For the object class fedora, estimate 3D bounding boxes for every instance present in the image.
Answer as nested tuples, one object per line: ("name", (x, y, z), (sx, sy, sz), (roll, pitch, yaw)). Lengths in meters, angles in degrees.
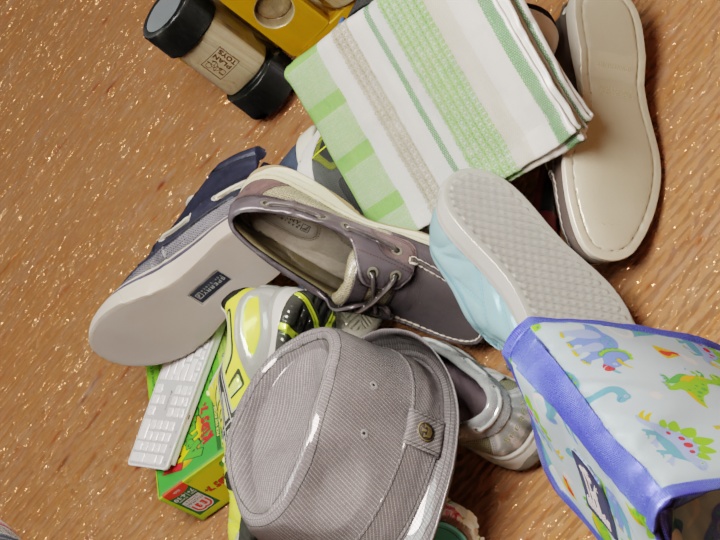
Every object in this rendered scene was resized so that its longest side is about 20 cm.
("fedora", (-0.025, 0.116, 1.497), (0.177, 0.090, 0.201), (-10, 57, 48))

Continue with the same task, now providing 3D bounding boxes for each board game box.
("board game box", (-0.109, 0.072, 1.757), (0.101, 0.048, 0.201), (-37, 44, 28))

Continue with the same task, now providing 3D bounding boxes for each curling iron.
("curling iron", (0.110, -0.024, 1.585), (0.049, 0.026, 0.201), (2, 67, 4))

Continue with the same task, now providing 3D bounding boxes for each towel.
("towel", (0.049, -0.115, 1.551), (0.200, 0.031, 0.150), (-29, 89, 44))

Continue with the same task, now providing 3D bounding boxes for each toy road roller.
("toy road roller", (-0.076, -0.234, 1.860), (0.200, 0.123, 0.146), (-41, 31, 24))

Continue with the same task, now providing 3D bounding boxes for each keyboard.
("keyboard", (-0.122, 0.051, 1.738), (0.056, 0.011, 0.201), (4, 70, 49))

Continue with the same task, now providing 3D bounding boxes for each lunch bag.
("lunch bag", (0.181, 0.112, 1.285), (0.128, 0.200, 0.170), (-52, 40, 10))

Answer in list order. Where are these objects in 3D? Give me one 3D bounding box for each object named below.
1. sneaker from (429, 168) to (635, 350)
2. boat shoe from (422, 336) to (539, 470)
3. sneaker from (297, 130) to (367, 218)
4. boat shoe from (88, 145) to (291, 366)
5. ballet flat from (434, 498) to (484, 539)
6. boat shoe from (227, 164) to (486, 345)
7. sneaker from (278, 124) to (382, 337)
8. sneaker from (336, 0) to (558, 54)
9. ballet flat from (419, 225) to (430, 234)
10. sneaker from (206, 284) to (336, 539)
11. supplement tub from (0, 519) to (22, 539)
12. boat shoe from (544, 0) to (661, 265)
("sneaker", (0.112, 0.029, 1.509), (0.200, 0.074, 0.082), (57, 153, 23))
("boat shoe", (0.045, 0.080, 1.565), (0.202, 0.065, 0.075), (20, 82, 53))
("sneaker", (0.009, -0.098, 1.688), (0.085, 0.074, 0.200), (-39, 33, 32))
("boat shoe", (-0.118, -0.010, 1.714), (0.200, 0.075, 0.093), (-32, 35, 33))
("ballet flat", (0.007, 0.223, 1.532), (0.200, 0.076, 0.064), (-45, 10, 13))
("boat shoe", (0.000, 0.000, 1.577), (0.072, 0.200, 0.065), (-63, -6, 35))
("sneaker", (-0.032, -0.009, 1.709), (0.084, 0.075, 0.200), (-43, 34, 33))
("sneaker", (0.054, -0.173, 1.618), (0.199, 0.073, 0.112), (-14, 44, 36))
("ballet flat", (0.053, -0.060, 1.646), (0.072, 0.072, 0.201), (-8, 62, 45))
("sneaker", (-0.066, 0.106, 1.631), (0.076, 0.075, 0.201), (16, 101, 38))
("supplement tub", (-0.272, 0.273, 1.738), (0.200, 0.140, 0.141), (30, 91, 53))
("boat shoe", (0.151, -0.090, 1.555), (0.060, 0.072, 0.201), (-40, 45, 55))
